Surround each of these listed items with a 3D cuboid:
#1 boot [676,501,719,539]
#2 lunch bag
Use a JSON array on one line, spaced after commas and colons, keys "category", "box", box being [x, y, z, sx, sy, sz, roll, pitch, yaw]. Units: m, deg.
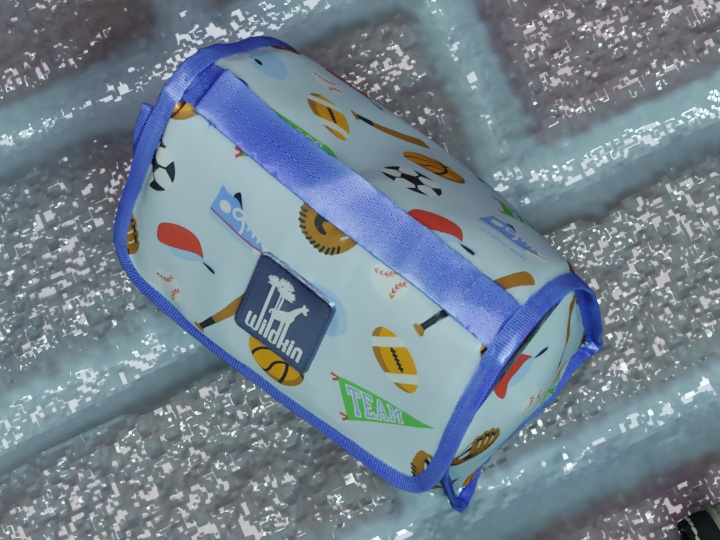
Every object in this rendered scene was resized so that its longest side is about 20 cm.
[{"category": "boot", "box": [0.107, 0.202, 0.929, 0.149, 0.073, 0.202, -11, 82, 3]}, {"category": "lunch bag", "box": [0.000, 0.000, 0.915, 0.170, 0.200, 0.124, 38, 83, 11]}]
